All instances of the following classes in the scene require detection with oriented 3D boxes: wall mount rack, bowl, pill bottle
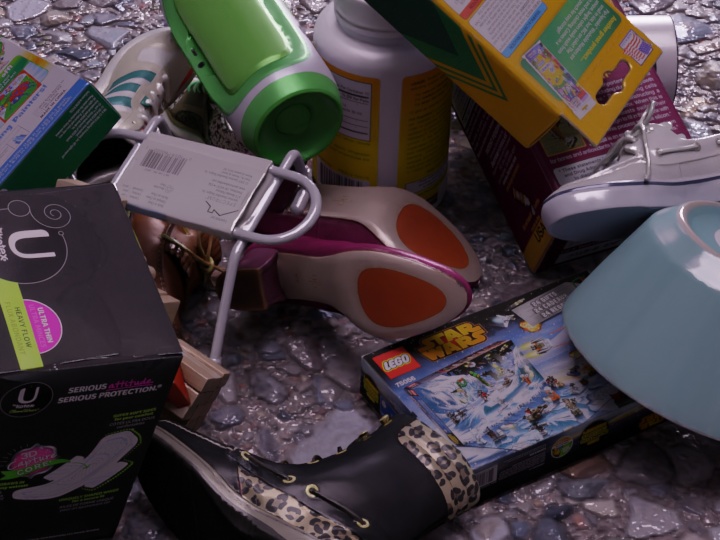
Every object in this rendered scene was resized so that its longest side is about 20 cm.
[{"bbox_3d":[-0.125,-0.020,1.559,0.199,0.075,0.174,15,59,22],"label":"wall mount rack"},{"bbox_3d":[0.251,0.025,1.540,0.200,0.105,0.201,18,26,-9],"label":"bowl"},{"bbox_3d":[0.017,-0.140,1.713,0.109,0.201,0.110,1,39,-1],"label":"pill bottle"}]

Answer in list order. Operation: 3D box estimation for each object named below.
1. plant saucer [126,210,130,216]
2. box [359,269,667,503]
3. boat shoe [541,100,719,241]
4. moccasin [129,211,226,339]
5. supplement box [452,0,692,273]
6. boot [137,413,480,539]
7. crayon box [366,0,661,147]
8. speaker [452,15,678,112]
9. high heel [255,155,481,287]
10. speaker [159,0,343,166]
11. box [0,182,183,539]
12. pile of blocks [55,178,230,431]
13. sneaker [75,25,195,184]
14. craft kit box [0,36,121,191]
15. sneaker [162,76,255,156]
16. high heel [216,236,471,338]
[{"bbox_3d":[-0.274,-0.045,1.720,0.199,0.031,0.200,1,39,-1],"label":"plant saucer"},{"bbox_3d":[0.118,0.081,1.571,0.199,0.040,0.137,-20,44,-24],"label":"box"},{"bbox_3d":[0.213,-0.078,1.606,0.201,0.075,0.087,-10,73,-21],"label":"boat shoe"},{"bbox_3d":[-0.134,-0.017,1.664,0.077,0.074,0.202,-5,31,4],"label":"moccasin"},{"bbox_3d":[0.158,-0.118,1.717,0.130,0.103,0.201,-15,66,-19],"label":"supplement box"},{"bbox_3d":[-0.037,0.139,1.472,0.203,0.074,0.153,31,44,30],"label":"boot"},{"bbox_3d":[0.110,-0.180,1.615,0.200,0.052,0.126,42,50,-4],"label":"crayon box"},{"bbox_3d":[0.160,-0.172,1.853,0.199,0.082,0.081,0,39,-4],"label":"speaker"},{"bbox_3d":[-0.006,-0.024,1.705,0.199,0.096,0.068,31,49,1],"label":"high heel"},{"bbox_3d":[-0.086,-0.169,1.682,0.088,0.089,0.200,-15,48,-20],"label":"speaker"},{"bbox_3d":[-0.212,0.065,1.414,0.124,0.200,0.149,-5,52,-28],"label":"box"},{"bbox_3d":[-0.170,0.028,1.511,0.201,0.082,0.062,59,20,12],"label":"pile of blocks"},{"bbox_3d":[-0.178,-0.112,1.716,0.093,0.071,0.200,27,54,35],"label":"sneaker"},{"bbox_3d":[-0.292,-0.074,1.616,0.200,0.049,0.197,-49,39,-9],"label":"craft kit box"},{"bbox_3d":[-0.107,-0.135,1.790,0.077,0.089,0.200,-16,41,-21],"label":"sneaker"},{"bbox_3d":[0.000,0.000,1.605,0.199,0.068,0.096,7,21,26],"label":"high heel"}]
